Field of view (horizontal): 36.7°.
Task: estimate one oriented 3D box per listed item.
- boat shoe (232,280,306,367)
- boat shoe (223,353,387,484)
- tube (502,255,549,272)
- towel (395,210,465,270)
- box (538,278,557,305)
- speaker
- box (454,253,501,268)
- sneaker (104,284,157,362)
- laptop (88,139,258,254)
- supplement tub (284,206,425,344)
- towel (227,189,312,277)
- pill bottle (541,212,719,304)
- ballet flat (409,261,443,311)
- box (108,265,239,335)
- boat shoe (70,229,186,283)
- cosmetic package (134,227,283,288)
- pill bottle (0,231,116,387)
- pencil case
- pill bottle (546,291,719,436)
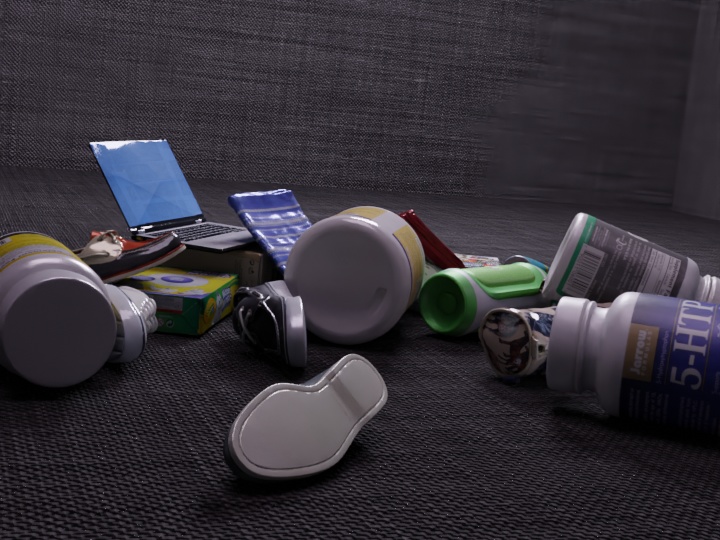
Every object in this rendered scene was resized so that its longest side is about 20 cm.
[{"bbox_3d":[-0.098,0.053,1.124,0.068,0.072,0.200,-5,16,-12],"label":"boat shoe"},{"bbox_3d":[-0.047,0.121,0.824,0.062,0.073,0.200,-39,-7,29],"label":"boat shoe"},{"bbox_3d":[0.276,-0.001,1.817,0.077,0.051,0.200,16,6,14],"label":"tube"},{"bbox_3d":[0.032,-0.025,1.485,0.200,0.023,0.145,-8,-38,43],"label":"towel"},{"bbox_3d":[0.347,0.057,1.376,0.200,0.021,0.163,0,32,-41],"label":"box"},{"bbox_3d":[0.162,0.035,1.363,0.088,0.089,0.200,13,11,39],"label":"speaker"},{"bbox_3d":[0.124,-0.003,1.731,0.199,0.038,0.137,6,9,1],"label":"box"},{"bbox_3d":[-0.236,0.044,1.085,0.071,0.073,0.200,-2,11,-26],"label":"sneaker"},{"bbox_3d":[-0.221,-0.101,1.413,0.200,0.116,0.187,9,11,20],"label":"laptop"},{"bbox_3d":[0.000,0.000,1.281,0.145,0.146,0.200,7,9,10],"label":"supplement tub"},{"bbox_3d":[-0.077,-0.027,1.409,0.200,0.024,0.145,51,24,14],"label":"towel"},{"bbox_3d":[0.324,0.021,1.269,0.200,0.113,0.113,25,11,6],"label":"pill bottle"},{"bbox_3d":[0.046,0.003,1.417,0.200,0.072,0.072,26,6,-8],"label":"ballet flat"},{"bbox_3d":[-0.214,0.030,1.275,0.117,0.048,0.200,6,7,6],"label":"box"},{"bbox_3d":[-0.297,-0.012,1.216,0.200,0.063,0.071,-18,4,-2],"label":"boat shoe"},{"bbox_3d":[-0.193,-0.006,1.441,0.200,0.073,0.103,11,10,24],"label":"cosmetic package"},{"bbox_3d":[-0.290,0.034,0.981,0.114,0.115,0.200,1,10,-26],"label":"pill bottle"},{"bbox_3d":[0.228,0.076,1.162,0.200,0.078,0.089,-1,20,-33],"label":"pencil case"},{"bbox_3d":[0.280,0.083,1.007,0.200,0.120,0.120,8,9,19],"label":"pill bottle"}]
